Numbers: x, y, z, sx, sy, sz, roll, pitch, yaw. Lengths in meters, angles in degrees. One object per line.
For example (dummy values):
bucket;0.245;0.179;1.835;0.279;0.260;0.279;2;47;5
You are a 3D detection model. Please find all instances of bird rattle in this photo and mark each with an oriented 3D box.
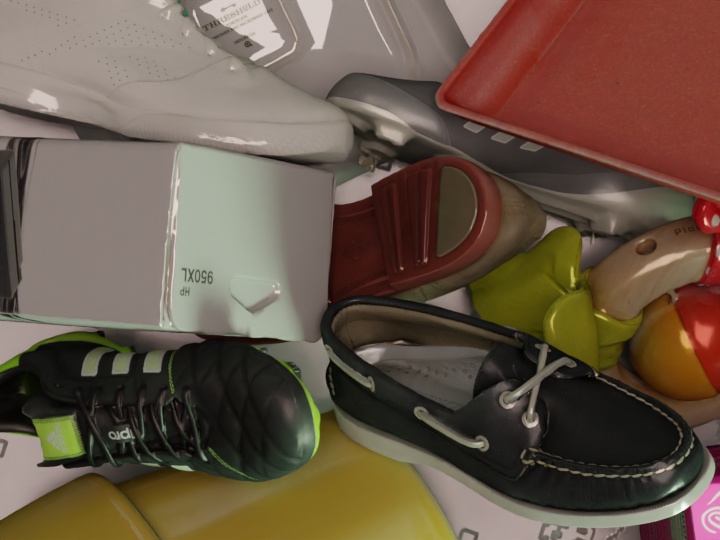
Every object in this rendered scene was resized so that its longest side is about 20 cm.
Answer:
bird rattle;0.157;0.010;1.142;0.200;0.163;0.113;-34;46;1

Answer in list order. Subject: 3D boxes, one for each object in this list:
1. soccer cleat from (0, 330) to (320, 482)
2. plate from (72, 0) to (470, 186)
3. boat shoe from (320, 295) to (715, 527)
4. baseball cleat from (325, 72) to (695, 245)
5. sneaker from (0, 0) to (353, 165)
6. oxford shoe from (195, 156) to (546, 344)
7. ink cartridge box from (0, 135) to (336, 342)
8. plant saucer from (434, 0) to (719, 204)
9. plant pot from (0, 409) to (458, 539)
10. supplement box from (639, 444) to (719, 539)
soccer cleat;-0.099;0.066;1.056;0.081;0.200;0.068;-24;109;-39
plate;-0.061;-0.122;1.166;0.199;0.032;0.200;-27;103;0
boat shoe;0.062;0.059;1.039;0.200;0.076;0.060;10;132;34
baseball cleat;0.080;-0.079;1.162;0.200;0.070;0.107;21;82;-22
sneaker;-0.095;-0.103;1.105;0.199;0.075;0.089;14;89;10
oxford shoe;0.000;0.000;1.146;0.200;0.075;0.071;-13;74;36
ink cartridge box;-0.130;-0.016;1.091;0.199;0.144;0.085;4;89;28
plant saucer;0.168;-0.111;1.092;0.200;0.037;0.200;20;62;35
plant pot;-0.052;0.166;1.114;0.189;0.201;0.201;-29;90;-15
supplement box;0.193;0.135;1.102;0.101;0.200;0.104;-7;90;-1
